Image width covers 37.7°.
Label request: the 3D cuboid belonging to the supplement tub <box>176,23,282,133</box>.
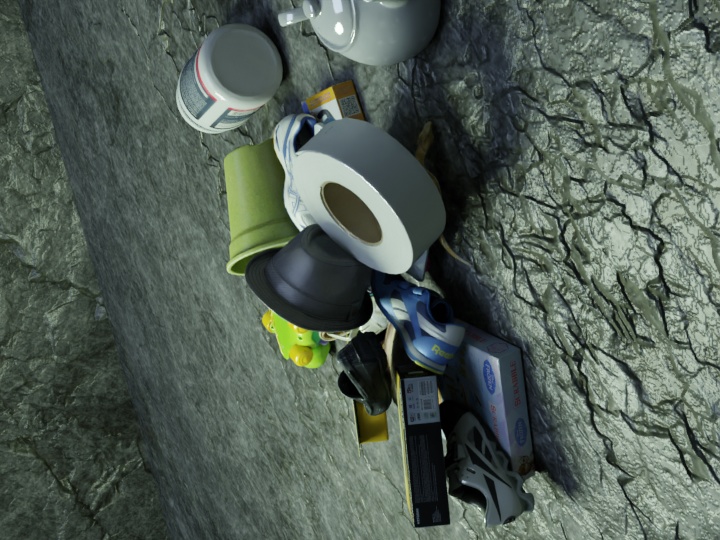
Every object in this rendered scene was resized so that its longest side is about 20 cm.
[{"bbox_3d":[-0.223,-0.313,1.754,0.200,0.140,0.141,-19,92,64],"label":"supplement tub"}]

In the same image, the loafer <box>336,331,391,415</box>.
[{"bbox_3d":[0.001,0.153,1.490,0.201,0.070,0.068,81,164,-59],"label":"loafer"}]

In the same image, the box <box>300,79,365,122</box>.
[{"bbox_3d":[-0.021,-0.174,1.583,0.119,0.041,0.201,-8,100,64],"label":"box"}]

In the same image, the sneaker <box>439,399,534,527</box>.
[{"bbox_3d":[0.145,0.262,1.441,0.200,0.088,0.074,52,153,36],"label":"sneaker"}]

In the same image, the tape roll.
[{"bbox_3d":[0.009,-0.093,1.331,0.202,0.071,0.203,37,157,19],"label":"tape roll"}]

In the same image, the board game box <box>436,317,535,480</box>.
[{"bbox_3d":[0.160,0.174,1.492,0.199,0.041,0.201,27,133,55],"label":"board game box"}]

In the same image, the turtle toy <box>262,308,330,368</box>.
[{"bbox_3d":[-0.103,0.097,1.883,0.146,0.101,0.201,45,147,43],"label":"turtle toy"}]

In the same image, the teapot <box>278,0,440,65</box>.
[{"bbox_3d":[-0.007,-0.338,1.303,0.198,0.146,0.200,55,152,27],"label":"teapot"}]

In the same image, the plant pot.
[{"bbox_3d":[-0.140,-0.109,1.727,0.200,0.199,0.185,143,116,-64],"label":"plant pot"}]

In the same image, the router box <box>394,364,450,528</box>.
[{"bbox_3d":[0.084,0.237,1.461,0.157,0.052,0.201,-170,75,-89],"label":"router box"}]

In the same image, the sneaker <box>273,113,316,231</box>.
[{"bbox_3d":[-0.076,-0.138,1.589,0.088,0.075,0.201,-7,104,65],"label":"sneaker"}]

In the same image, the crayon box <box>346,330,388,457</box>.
[{"bbox_3d":[0.011,0.184,1.686,0.200,0.051,0.126,-96,-1,-61],"label":"crayon box"}]

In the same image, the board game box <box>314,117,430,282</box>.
[{"bbox_3d":[0.021,-0.094,1.434,0.200,0.026,0.200,37,156,18],"label":"board game box"}]

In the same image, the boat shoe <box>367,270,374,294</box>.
[{"bbox_3d":[0.000,0.000,1.611,0.075,0.092,0.200,63,154,16],"label":"boat shoe"}]

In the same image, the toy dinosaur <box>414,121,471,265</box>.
[{"bbox_3d":[0.083,-0.096,1.416,0.101,0.058,0.201,12,120,59],"label":"toy dinosaur"}]

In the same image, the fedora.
[{"bbox_3d":[-0.052,-0.002,1.438,0.177,0.200,0.091,43,116,27],"label":"fedora"}]

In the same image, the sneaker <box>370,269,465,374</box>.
[{"bbox_3d":[0.083,0.053,1.467,0.082,0.074,0.200,-54,46,21],"label":"sneaker"}]

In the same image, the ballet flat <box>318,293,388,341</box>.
[{"bbox_3d":[0.005,0.079,1.654,0.200,0.067,0.063,-15,54,51],"label":"ballet flat"}]

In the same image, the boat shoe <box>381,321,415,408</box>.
[{"bbox_3d":[0.058,0.126,1.622,0.068,0.072,0.201,43,147,39],"label":"boat shoe"}]
